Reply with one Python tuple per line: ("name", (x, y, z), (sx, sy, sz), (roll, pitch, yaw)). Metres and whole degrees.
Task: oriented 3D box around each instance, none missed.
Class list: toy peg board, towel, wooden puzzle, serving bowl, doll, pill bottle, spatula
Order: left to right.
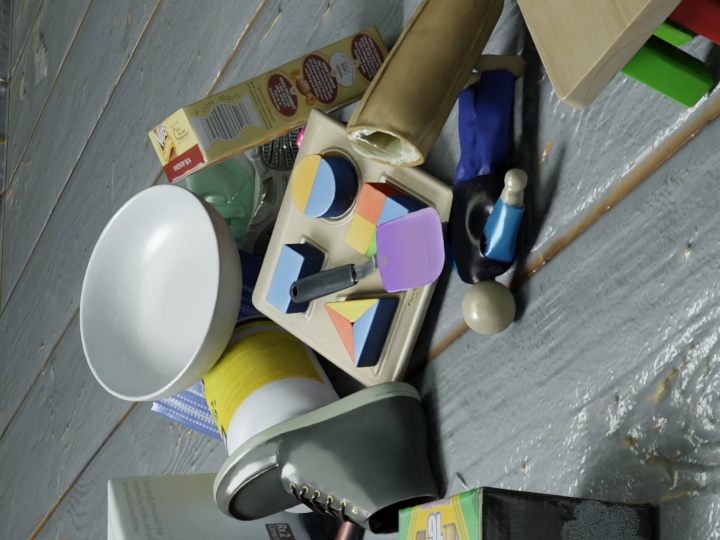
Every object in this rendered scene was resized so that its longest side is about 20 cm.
("serving bowl", (-0.175, 0.025, 1.590), (0.199, 0.066, 0.202), (-13, 70, 41))
("towel", (-0.120, 0.076, 1.666), (0.024, 0.144, 0.201), (-52, -19, -63))
("pill bottle", (-0.073, 0.130, 1.538), (0.200, 0.111, 0.113), (-124, 45, -60))
("wooden puzzle", (-0.015, -0.015, 1.417), (0.200, 0.046, 0.187), (35, 115, 40))
("spatula", (0.000, 0.000, 1.345), (0.199, 0.020, 0.057), (-21, 74, 55))
("doll", (0.092, -0.053, 1.251), (0.136, 0.048, 0.202), (151, 123, -66))
("toy peg board", (0.188, -0.216, 1.020), (0.199, 0.097, 0.201), (-49, 37, 31))

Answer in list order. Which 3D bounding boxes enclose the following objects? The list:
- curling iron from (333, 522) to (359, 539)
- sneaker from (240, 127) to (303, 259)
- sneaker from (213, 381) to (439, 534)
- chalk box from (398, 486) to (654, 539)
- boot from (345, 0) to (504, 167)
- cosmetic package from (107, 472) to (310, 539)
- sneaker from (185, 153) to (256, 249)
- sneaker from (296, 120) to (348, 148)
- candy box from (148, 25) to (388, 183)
("curling iron", (-0.025, 0.237, 1.477), (0.026, 0.049, 0.201), (-106, 24, -52))
("sneaker", (-0.071, -0.069, 1.674), (0.099, 0.077, 0.202), (-72, -11, -76))
("sneaker", (-0.032, 0.175, 1.369), (0.199, 0.075, 0.107), (-30, 51, 22))
("chalk box", (0.098, 0.242, 1.039), (0.124, 0.123, 0.202), (151, 124, -64))
("boot", (0.044, -0.174, 1.278), (0.201, 0.066, 0.175), (-61, 19, -12))
("cosmetic package", (-0.139, 0.303, 1.534), (0.165, 0.163, 0.202), (-131, 41, -68))
("sneaker", (-0.137, -0.028, 1.693), (0.119, 0.073, 0.202), (-71, -26, -46))
("sneaker", (-0.020, -0.034, 1.501), (0.081, 0.074, 0.202), (138, 133, -59))
("candy box", (-0.078, -0.146, 1.517), (0.056, 0.199, 0.115), (66, 158, -4))
